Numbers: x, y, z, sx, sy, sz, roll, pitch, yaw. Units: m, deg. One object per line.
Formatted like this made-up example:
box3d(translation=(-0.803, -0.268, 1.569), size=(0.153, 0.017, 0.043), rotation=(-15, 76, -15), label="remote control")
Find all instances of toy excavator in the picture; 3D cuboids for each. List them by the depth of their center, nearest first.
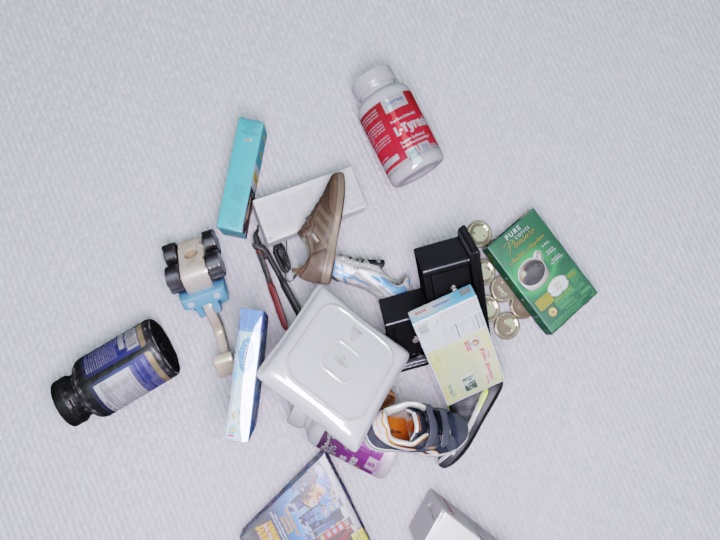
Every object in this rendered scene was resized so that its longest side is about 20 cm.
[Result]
box3d(translation=(-0.267, 0.061, 1.145), size=(0.097, 0.203, 0.196), rotation=(-19, 41, -5), label="toy excavator")

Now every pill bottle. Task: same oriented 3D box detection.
box3d(translation=(-0.424, 0.180, 1.111), size=(0.197, 0.112, 0.114), rotation=(-30, 86, -6), label="pill bottle")
box3d(translation=(-0.026, 0.272, 1.126), size=(0.196, 0.112, 0.114), rotation=(26, 83, 0), label="pill bottle")
box3d(translation=(0.064, -0.268, 1.188), size=(0.110, 0.112, 0.204), rotation=(-27, 86, -6), label="pill bottle")

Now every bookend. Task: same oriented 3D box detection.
box3d(translation=(0.114, 0.054, 1.112), size=(0.193, 0.093, 0.204), rotation=(-14, 122, -1), label="bookend")

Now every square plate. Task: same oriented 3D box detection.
box3d(translation=(-0.035, 0.148, 1.030), size=(0.198, 0.028, 0.200), rotation=(37, 58, -3), label="square plate")

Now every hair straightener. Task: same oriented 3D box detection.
box3d(translation=(-0.144, 0.003, 1.190), size=(0.075, 0.041, 0.204), rotation=(-20, 80, -18), label="hair straightener")

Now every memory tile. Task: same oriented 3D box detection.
box3d(translation=(0.250, 0.019, 1.218), size=(0.199, 0.017, 0.154), rotation=(40, 83, 0), label="memory tile")

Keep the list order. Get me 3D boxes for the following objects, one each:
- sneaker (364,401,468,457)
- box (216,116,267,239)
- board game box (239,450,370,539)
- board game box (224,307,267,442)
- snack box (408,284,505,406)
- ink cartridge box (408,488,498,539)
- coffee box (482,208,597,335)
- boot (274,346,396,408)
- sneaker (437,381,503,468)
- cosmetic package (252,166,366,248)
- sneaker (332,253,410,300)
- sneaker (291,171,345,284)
box3d(translation=(0.106, 0.263, 1.063), size=(0.195, 0.080, 0.080), rotation=(2, 58, -24), label="sneaker")
box3d(translation=(-0.215, -0.167, 1.175), size=(0.048, 0.082, 0.206), rotation=(10, 84, -3), label="box")
box3d(translation=(-0.101, 0.457, 1.128), size=(0.196, 0.062, 0.204), rotation=(-28, 87, -5), label="board game box")
box3d(translation=(-0.188, 0.171, 1.082), size=(0.042, 0.200, 0.205), rotation=(7, 84, -5), label="board game box")
box3d(translation=(0.166, 0.131, 1.088), size=(0.114, 0.037, 0.203), rotation=(-23, 122, 3), label="snack box")
box3d(translation=(0.187, 0.484, 1.101), size=(0.198, 0.146, 0.085), rotation=(36, 84, 2), label="ink cartridge box")
box3d(translation=(0.333, 0.002, 1.195), size=(0.122, 0.044, 0.201), rotation=(-39, 88, -7), label="coffee box")
box3d(translation=(-0.041, 0.173, 1.090), size=(0.195, 0.156, 0.075), rotation=(-2, 128, -29), label="boot")
box3d(translation=(0.185, 0.260, 1.174), size=(0.082, 0.072, 0.202), rotation=(30, 80, 21), label="sneaker")
box3d(translation=(-0.094, -0.116, 1.180), size=(0.196, 0.051, 0.084), rotation=(-21, 84, -15), label="cosmetic package")
box3d(translation=(0.000, 0.000, 1.174), size=(0.196, 0.072, 0.074), rotation=(25, 97, -7), label="sneaker")
box3d(translation=(-0.071, -0.080, 1.117), size=(0.073, 0.071, 0.206), rotation=(9, 75, -2), label="sneaker")
